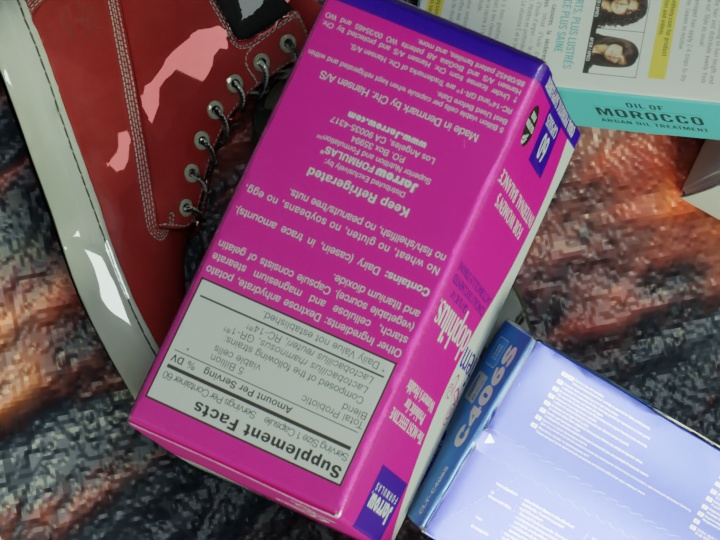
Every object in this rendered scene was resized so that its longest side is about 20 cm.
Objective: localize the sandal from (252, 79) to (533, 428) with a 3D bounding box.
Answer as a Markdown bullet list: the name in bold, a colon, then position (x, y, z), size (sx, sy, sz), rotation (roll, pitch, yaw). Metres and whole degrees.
- **sandal**: position (0.018, -0.001, 1.203), size (0.079, 0.057, 0.202), rotation (-23, 75, -4)

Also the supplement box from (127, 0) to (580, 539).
- **supplement box**: position (0.000, 0.000, 1.118), size (0.103, 0.101, 0.201), rotation (24, 83, 17)

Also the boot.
- **boot**: position (-0.066, -0.046, 1.169), size (0.143, 0.072, 0.201), rotation (-19, 86, -7)

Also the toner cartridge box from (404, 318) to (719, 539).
- **toner cartridge box**: position (0.124, 0.111, 1.169), size (0.199, 0.043, 0.095), rotation (31, 91, -17)

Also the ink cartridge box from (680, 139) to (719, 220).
- **ink cartridge box**: position (0.268, -0.055, 1.252), size (0.199, 0.083, 0.147), rotation (29, 79, -9)

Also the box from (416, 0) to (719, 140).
- **box**: position (0.124, -0.105, 1.188), size (0.199, 0.049, 0.083), rotation (7, 76, 19)
